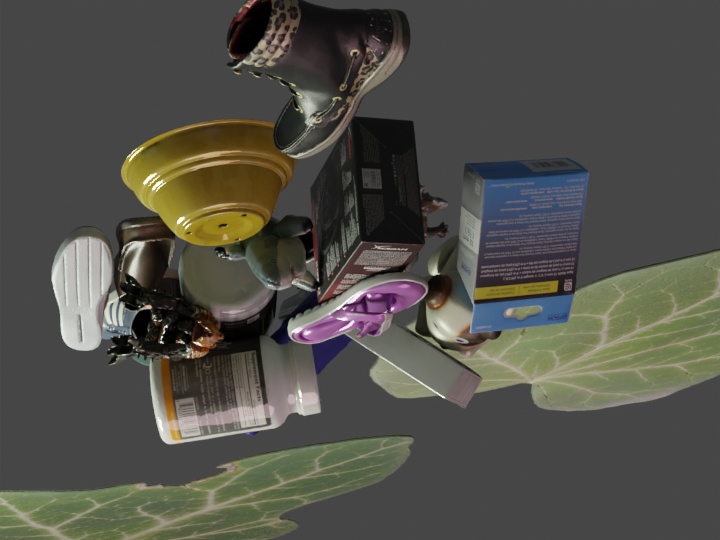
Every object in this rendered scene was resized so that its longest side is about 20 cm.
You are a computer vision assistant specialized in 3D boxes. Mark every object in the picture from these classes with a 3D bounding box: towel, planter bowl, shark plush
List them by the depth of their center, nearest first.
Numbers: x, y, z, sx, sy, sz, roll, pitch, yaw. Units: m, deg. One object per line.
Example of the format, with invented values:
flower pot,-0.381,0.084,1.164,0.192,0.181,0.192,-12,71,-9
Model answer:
planter bowl,-0.154,-0.081,1.463,0.199,0.084,0.201,-11,160,-4
shark plush,-0.127,-0.037,1.524,0.083,0.200,0.091,-27,138,-32
towel,-0.106,0.120,1.802,0.200,0.049,0.148,-45,151,-10

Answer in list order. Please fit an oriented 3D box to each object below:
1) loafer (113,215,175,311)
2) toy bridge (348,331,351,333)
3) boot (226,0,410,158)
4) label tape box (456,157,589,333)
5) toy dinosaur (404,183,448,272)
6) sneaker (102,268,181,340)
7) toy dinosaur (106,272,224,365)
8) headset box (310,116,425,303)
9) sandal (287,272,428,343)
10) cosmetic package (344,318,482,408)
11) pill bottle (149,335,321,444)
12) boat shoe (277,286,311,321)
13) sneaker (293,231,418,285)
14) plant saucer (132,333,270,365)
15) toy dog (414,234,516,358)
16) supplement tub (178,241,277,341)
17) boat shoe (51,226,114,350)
loafer,-0.256,-0.006,1.626,0.073,0.071,0.200,-6,159,-16
toy bridge,0.000,0.000,1.650,0.067,0.027,0.200,27,136,-6
boot,-0.067,-0.184,1.254,0.153,0.074,0.203,6,147,-36
label tape box,0.194,-0.032,1.651,0.142,0.066,0.201,-5,115,-20
toy dinosaur,0.039,-0.048,1.666,0.102,0.077,0.200,14,135,-43
sneaker,-0.299,0.068,1.785,0.075,0.085,0.200,3,156,-35
toy dinosaur,-0.214,0.062,1.574,0.135,0.103,0.200,13,153,-26
headset box,0.001,-0.058,1.510,0.077,0.150,0.200,2,156,-16
sandal,0.001,0.055,1.523,0.082,0.050,0.202,14,151,-41
cosmetic package,0.057,0.102,1.757,0.051,0.199,0.083,-57,154,-2
pill bottle,-0.153,0.143,1.664,0.199,0.117,0.116,-9,160,-4
boat shoe,-0.030,0.028,1.872,0.201,0.065,0.074,-23,148,34
sneaker,-0.017,-0.022,1.709,0.199,0.074,0.118,-6,165,-9
plant saucer,-0.217,0.091,1.857,0.198,0.036,0.200,0,-167,0
toy dog,0.151,0.029,1.753,0.194,0.139,0.200,-50,-178,34
supplement tub,-0.165,0.030,1.701,0.122,0.123,0.200,-9,159,-9
boat shoe,-0.336,0.010,1.633,0.072,0.071,0.201,6,136,-12
